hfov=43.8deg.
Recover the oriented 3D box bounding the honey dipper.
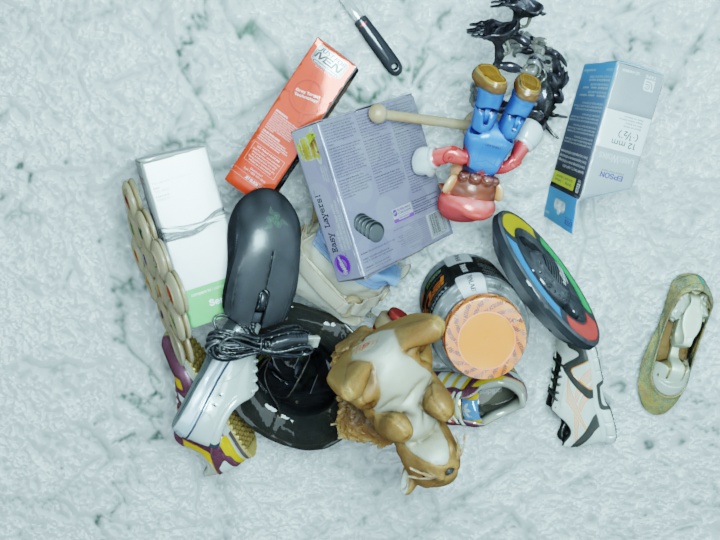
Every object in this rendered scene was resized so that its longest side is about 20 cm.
[{"bbox_3d":[0.094,-0.183,1.089,0.197,0.038,0.039,3,104,-33],"label":"honey dipper"}]

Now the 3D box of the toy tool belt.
[{"bbox_3d":[0.000,0.000,1.130,0.198,0.125,0.124,32,108,-8],"label":"toy tool belt"}]

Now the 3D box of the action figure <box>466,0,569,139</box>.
[{"bbox_3d":[0.195,-0.246,1.095,0.120,0.101,0.201,-56,141,-18],"label":"action figure"}]

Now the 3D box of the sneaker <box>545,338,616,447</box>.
[{"bbox_3d":[0.282,0.149,1.194,0.079,0.074,0.203,-16,101,4],"label":"sneaker"}]

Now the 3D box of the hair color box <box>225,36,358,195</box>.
[{"bbox_3d":[-0.082,-0.181,1.099,0.061,0.102,0.201,34,100,-4],"label":"hair color box"}]

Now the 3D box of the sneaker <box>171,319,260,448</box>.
[{"bbox_3d":[-0.157,0.124,1.111,0.070,0.073,0.202,31,86,-17],"label":"sneaker"}]

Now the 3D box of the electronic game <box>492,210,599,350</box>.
[{"bbox_3d":[0.229,0.010,1.100,0.041,0.200,0.200,-38,101,22],"label":"electronic game"}]

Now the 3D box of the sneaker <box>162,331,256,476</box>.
[{"bbox_3d":[-0.221,0.178,1.177,0.089,0.075,0.202,-29,96,11],"label":"sneaker"}]

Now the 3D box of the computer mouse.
[{"bbox_3d":[-0.106,0.007,1.036,0.136,0.053,0.204,1,95,-24],"label":"computer mouse"}]

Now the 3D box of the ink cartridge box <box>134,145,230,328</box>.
[{"bbox_3d":[-0.206,-0.048,1.095,0.083,0.146,0.203,-17,103,-14],"label":"ink cartridge box"}]

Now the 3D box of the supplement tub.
[{"bbox_3d":[0.139,0.056,1.105,0.120,0.200,0.125,0,101,-2],"label":"supplement tub"}]

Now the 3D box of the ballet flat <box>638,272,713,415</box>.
[{"bbox_3d":[0.420,0.104,1.192,0.069,0.071,0.204,12,101,-4],"label":"ballet flat"}]

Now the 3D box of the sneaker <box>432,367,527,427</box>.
[{"bbox_3d":[0.122,0.171,1.184,0.197,0.090,0.076,-15,102,1],"label":"sneaker"}]

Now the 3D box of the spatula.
[{"bbox_3d":[-0.011,-0.325,1.112,0.056,0.021,0.201,-37,101,4],"label":"spatula"}]

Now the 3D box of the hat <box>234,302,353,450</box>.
[{"bbox_3d":[-0.078,0.134,1.178,0.197,0.081,0.205,0,94,4],"label":"hat"}]

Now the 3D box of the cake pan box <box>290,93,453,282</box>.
[{"bbox_3d":[0.022,-0.104,1.079,0.052,0.199,0.187,-9,103,43],"label":"cake pan box"}]

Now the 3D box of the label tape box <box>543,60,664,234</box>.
[{"bbox_3d":[0.292,-0.148,1.095,0.065,0.143,0.204,11,101,-4],"label":"label tape box"}]

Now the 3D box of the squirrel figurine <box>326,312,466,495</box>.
[{"bbox_3d":[0.046,0.162,1.055,0.141,0.199,0.188,-37,106,-20],"label":"squirrel figurine"}]

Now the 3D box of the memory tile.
[{"bbox_3d":[-0.245,0.003,1.077,0.017,0.201,0.154,-19,147,-21],"label":"memory tile"}]

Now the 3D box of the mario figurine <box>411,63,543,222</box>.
[{"bbox_3d":[0.140,-0.151,1.076,0.122,0.106,0.202,32,126,17],"label":"mario figurine"}]
